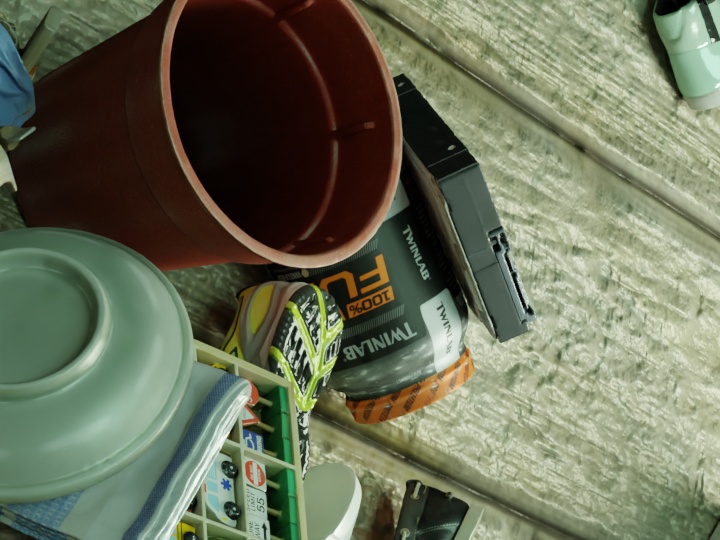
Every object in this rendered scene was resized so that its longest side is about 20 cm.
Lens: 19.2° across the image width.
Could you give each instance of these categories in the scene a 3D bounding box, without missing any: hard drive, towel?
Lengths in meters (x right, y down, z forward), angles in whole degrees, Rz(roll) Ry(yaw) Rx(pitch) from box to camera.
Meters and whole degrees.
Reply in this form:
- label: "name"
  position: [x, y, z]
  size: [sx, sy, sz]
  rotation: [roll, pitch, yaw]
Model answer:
- label: "hard drive"
  position: [0.064, -0.048, 1.539]
  size: [0.038, 0.200, 0.140]
  rotation: [-25, 118, -4]
- label: "towel"
  position: [-0.180, 0.090, 1.269]
  size: [0.147, 0.200, 0.024]
  rotation: [-59, 159, -31]

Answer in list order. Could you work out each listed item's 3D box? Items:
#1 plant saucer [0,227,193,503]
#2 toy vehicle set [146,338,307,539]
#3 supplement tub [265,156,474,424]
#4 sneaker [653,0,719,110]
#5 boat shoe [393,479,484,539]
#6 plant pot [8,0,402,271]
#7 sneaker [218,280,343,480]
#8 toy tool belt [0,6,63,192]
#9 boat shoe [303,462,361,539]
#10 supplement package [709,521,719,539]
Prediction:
- label: "plant saucer"
  position: [-0.200, 0.042, 1.258]
  size: [0.050, 0.200, 0.200]
  rotation: [89, 23, -52]
- label: "toy vehicle set"
  position: [-0.089, 0.137, 1.309]
  size: [0.124, 0.027, 0.200]
  rotation: [25, 44, -36]
- label: "supplement tub"
  position: [0.000, 0.000, 1.511]
  size: [0.122, 0.122, 0.200]
  rotation: [-34, 103, -44]
- label: "sneaker"
  position: [0.338, -0.249, 1.944]
  size: [0.200, 0.074, 0.118]
  rotation: [-49, 121, -38]
- label: "boat shoe"
  position: [0.017, 0.240, 1.524]
  size: [0.068, 0.072, 0.200]
  rotation: [29, 61, 6]
- label: "plant pot"
  position: [-0.111, -0.083, 1.368]
  size: [0.201, 0.195, 0.201]
  rotation: [13, 71, -42]
- label: "sneaker"
  position: [-0.077, 0.102, 1.451]
  size: [0.075, 0.076, 0.200]
  rotation: [31, 77, -43]
- label: "toy tool belt"
  position: [-0.262, -0.084, 1.269]
  size: [0.125, 0.123, 0.200]
  rotation: [51, 49, -23]
- label: "boat shoe"
  position: [-0.048, 0.223, 1.452]
  size: [0.200, 0.072, 0.069]
  rotation: [-67, 147, -40]
- label: "supplement package"
  position: [0.374, 0.306, 1.761]
  size: [0.147, 0.191, 0.200]
  rotation: [56, 48, -19]
